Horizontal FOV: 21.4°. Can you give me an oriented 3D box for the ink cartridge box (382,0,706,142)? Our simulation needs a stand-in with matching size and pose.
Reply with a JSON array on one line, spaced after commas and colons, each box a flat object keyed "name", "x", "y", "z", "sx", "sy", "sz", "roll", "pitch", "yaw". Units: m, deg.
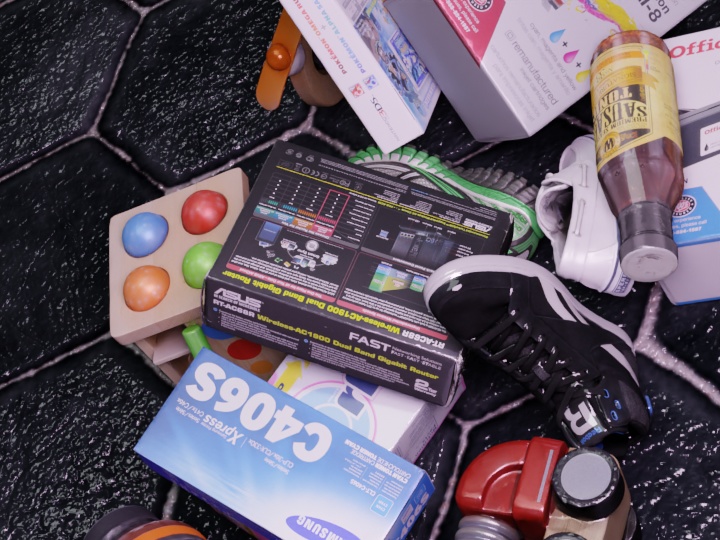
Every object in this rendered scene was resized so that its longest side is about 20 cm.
[{"name": "ink cartridge box", "x": 0.150, "y": -0.218, "z": 1.511, "sx": 0.200, "sy": 0.145, "sz": 0.145, "roll": -38, "pitch": 9, "yaw": -10}]

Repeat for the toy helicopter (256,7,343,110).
[{"name": "toy helicopter", "x": -0.054, "y": -0.228, "z": 1.655, "sx": 0.079, "sy": 0.200, "sz": 0.132, "roll": 11, "pitch": 46, "yaw": 36}]

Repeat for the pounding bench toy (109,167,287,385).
[{"name": "pounding bench toy", "x": -0.116, "y": 0.046, "z": 1.518, "sx": 0.124, "sy": 0.156, "sz": 0.200, "roll": -20, "pitch": 49, "yaw": 17}]

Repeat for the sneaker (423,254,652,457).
[{"name": "sneaker", "x": 0.135, "y": 0.067, "z": 1.323, "sx": 0.073, "sy": 0.200, "sz": 0.112, "roll": -44, "pitch": 41, "yaw": 27}]

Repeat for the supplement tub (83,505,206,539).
[{"name": "supplement tub", "x": -0.133, "y": 0.256, "z": 1.407, "sx": 0.107, "sy": 0.107, "sz": 0.200, "roll": -45, "pitch": 47, "yaw": -6}]

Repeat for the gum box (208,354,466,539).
[{"name": "gum box", "x": -0.018, "y": 0.120, "z": 1.443, "sx": 0.113, "sy": 0.066, "sz": 0.200, "roll": 31, "pitch": 75, "yaw": 21}]

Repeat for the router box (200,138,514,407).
[{"name": "router box", "x": 0.000, "y": 0.000, "z": 1.420, "sx": 0.199, "sy": 0.062, "sz": 0.150, "roll": 18, "pitch": 51, "yaw": 8}]

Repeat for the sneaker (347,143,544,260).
[{"name": "sneaker", "x": 0.056, "y": -0.046, "z": 1.538, "sx": 0.200, "sy": 0.078, "sz": 0.085, "roll": 15, "pitch": 68, "yaw": 38}]

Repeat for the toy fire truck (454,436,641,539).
[{"name": "toy fire truck", "x": 0.081, "y": 0.210, "z": 1.319, "sx": 0.199, "sy": 0.129, "sz": 0.176, "roll": 6, "pitch": 60, "yaw": 23}]

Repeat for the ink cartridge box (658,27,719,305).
[{"name": "ink cartridge box", "x": 0.292, "y": -0.087, "z": 1.419, "sx": 0.144, "sy": 0.084, "sz": 0.201, "roll": -10, "pitch": 53, "yaw": 27}]

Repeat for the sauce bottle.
[{"name": "sauce bottle", "x": 0.202, "y": -0.084, "z": 1.372, "sx": 0.066, "sy": 0.066, "sz": 0.200, "roll": -17, "pitch": 48, "yaw": 20}]

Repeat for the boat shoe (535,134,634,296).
[{"name": "boat shoe", "x": 0.165, "y": -0.051, "z": 1.439, "sx": 0.065, "sy": 0.074, "sz": 0.200, "roll": 11, "pitch": 25, "yaw": -8}]

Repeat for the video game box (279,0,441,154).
[{"name": "video game box", "x": 0.003, "y": -0.213, "z": 1.573, "sx": 0.047, "sy": 0.182, "sz": 0.200, "roll": -30, "pitch": 16, "yaw": 23}]

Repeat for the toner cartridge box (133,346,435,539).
[{"name": "toner cartridge box", "x": -0.056, "y": 0.143, "z": 1.376, "sx": 0.200, "sy": 0.043, "sz": 0.095, "roll": 27, "pitch": 75, "yaw": 21}]
